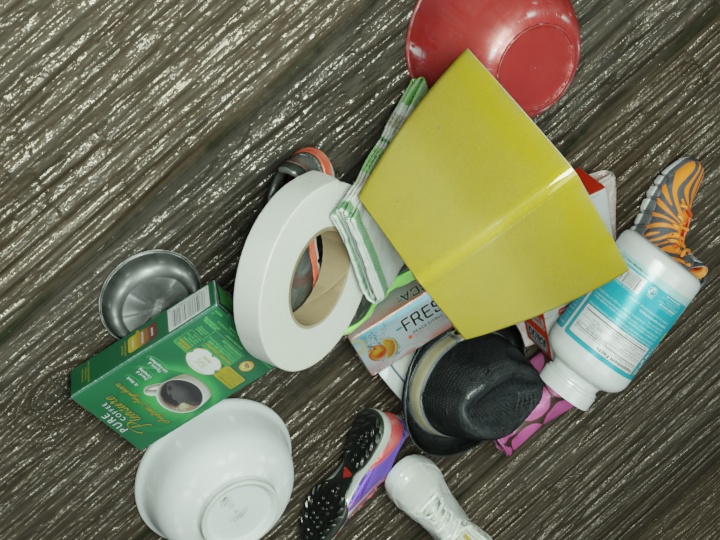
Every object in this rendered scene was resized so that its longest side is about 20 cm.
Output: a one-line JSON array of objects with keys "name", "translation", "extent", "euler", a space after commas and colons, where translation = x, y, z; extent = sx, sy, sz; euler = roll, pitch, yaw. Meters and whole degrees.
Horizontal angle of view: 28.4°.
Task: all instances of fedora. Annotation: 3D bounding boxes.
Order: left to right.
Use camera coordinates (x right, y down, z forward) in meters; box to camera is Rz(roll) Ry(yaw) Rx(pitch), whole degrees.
[{"name": "fedora", "translation": [0.145, 0.142, 1.666], "extent": [0.199, 0.091, 0.203], "euler": [-14, 113, -36]}]

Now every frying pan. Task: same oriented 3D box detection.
[{"name": "frying pan", "translation": [-0.196, 0.050, 1.527], "extent": [0.115, 0.031, 0.189], "euler": [-49, 127, 6]}]

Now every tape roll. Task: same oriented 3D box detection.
[{"name": "tape roll", "translation": [-0.055, 0.002, 1.454], "extent": [0.202, 0.037, 0.205], "euler": [-36, 136, -45]}]

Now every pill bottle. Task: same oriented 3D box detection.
[{"name": "pill bottle", "translation": [0.292, 0.062, 1.639], "extent": [0.110, 0.111, 0.201], "euler": [29, 102, -39]}]

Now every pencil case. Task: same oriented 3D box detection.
[{"name": "pencil case", "translation": [0.240, 0.154, 1.808], "extent": [0.199, 0.091, 0.094], "euler": [-32, 149, -7]}]

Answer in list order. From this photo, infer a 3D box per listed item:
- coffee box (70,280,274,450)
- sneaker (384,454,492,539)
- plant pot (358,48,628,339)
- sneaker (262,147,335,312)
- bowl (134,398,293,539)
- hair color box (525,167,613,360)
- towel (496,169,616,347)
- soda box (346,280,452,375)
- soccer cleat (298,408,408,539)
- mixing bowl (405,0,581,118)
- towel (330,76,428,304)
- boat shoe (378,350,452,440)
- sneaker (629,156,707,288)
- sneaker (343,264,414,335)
[{"name": "coffee box", "translation": [-0.196, 0.102, 1.508], "extent": [0.199, 0.044, 0.123], "euler": [-33, 132, 16]}, {"name": "sneaker", "translation": [0.109, 0.310, 1.782], "extent": [0.074, 0.115, 0.200], "euler": [-45, 142, -4]}, {"name": "plant pot", "translation": [0.118, -0.054, 1.403], "extent": [0.176, 0.201, 0.200], "euler": [-38, 142, 3]}, {"name": "sneaker", "translation": [-0.086, -0.029, 1.492], "extent": [0.082, 0.076, 0.203], "euler": [-20, 123, -61]}, {"name": "bowl", "translation": [-0.153, 0.256, 1.636], "extent": [0.199, 0.090, 0.203], "euler": [-15, 125, -23]}, {"name": "hair color box", "translation": [0.242, -0.006, 1.682], "extent": [0.110, 0.064, 0.202], "euler": [-26, 125, -15]}, {"name": "towel", "translation": [0.231, -0.007, 1.735], "extent": [0.189, 0.032, 0.202], "euler": [-20, 126, -18]}, {"name": "soda box", "translation": [0.074, 0.032, 1.626], "extent": [0.199, 0.069, 0.064], "euler": [-32, 124, 0]}, {"name": "soccer cleat", "translation": [-0.005, 0.262, 1.744], "extent": [0.073, 0.068, 0.202], "euler": [16, 108, -44]}, {"name": "mixing bowl", "translation": [0.158, -0.233, 1.504], "extent": [0.198, 0.108, 0.202], "euler": [-15, 126, -22]}, {"name": "towel", "translation": [0.036, -0.085, 1.506], "extent": [0.201, 0.030, 0.150], "euler": [-62, 151, -30]}, {"name": "boat shoe", "translation": [0.083, 0.143, 1.714], "extent": [0.065, 0.074, 0.200], "euler": [-39, 131, 3]}, {"name": "sneaker", "translation": [0.389, -0.038, 1.738], "extent": [0.077, 0.111, 0.201], "euler": [36, 83, -48]}, {"name": "sneaker", "translation": [0.000, 0.000, 1.588], "extent": [0.199, 0.077, 0.084], "euler": [-40, 117, -10]}]
